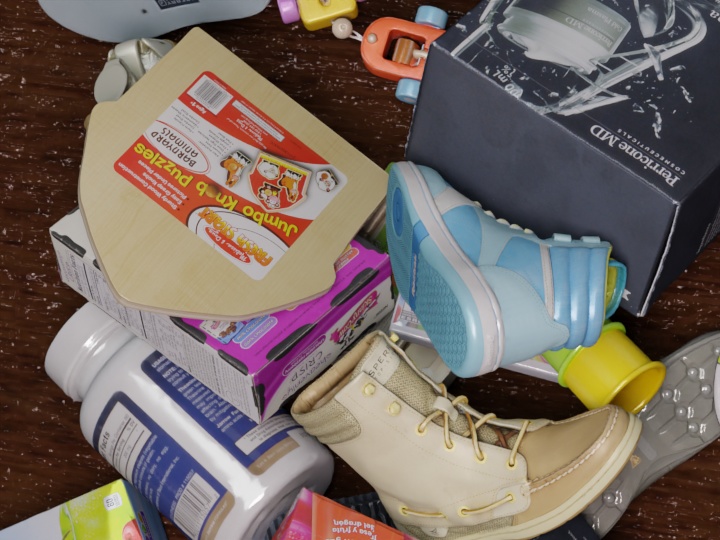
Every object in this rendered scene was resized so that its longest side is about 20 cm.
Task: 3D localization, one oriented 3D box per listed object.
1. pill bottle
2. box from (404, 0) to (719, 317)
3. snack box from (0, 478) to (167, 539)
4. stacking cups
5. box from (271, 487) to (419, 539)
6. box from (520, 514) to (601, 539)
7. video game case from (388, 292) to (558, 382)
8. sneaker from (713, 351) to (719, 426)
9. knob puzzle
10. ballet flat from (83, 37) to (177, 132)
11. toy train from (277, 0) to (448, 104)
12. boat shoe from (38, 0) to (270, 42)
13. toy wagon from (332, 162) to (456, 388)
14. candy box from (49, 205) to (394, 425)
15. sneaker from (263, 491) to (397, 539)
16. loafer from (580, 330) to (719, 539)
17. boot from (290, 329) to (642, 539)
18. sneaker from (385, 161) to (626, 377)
[{"bbox_3d":[-0.123,0.106,1.683,0.200,0.111,0.111,41,90,19],"label":"pill bottle"},{"bbox_3d":[0.170,-0.109,1.606,0.200,0.124,0.197,34,54,18],"label":"box"},{"bbox_3d":[-0.219,0.262,1.695,0.200,0.068,0.169,-25,73,10],"label":"snack box"},{"bbox_3d":[0.113,0.020,1.604,0.061,0.061,0.200,-45,63,1],"label":"stacking cups"},{"bbox_3d":[-0.038,0.242,1.566,0.095,0.200,0.100,24,51,-4],"label":"box"},{"bbox_3d":[0.110,0.266,1.507,0.107,0.200,0.149,-33,100,29],"label":"box"},{"bbox_3d":[0.113,-0.030,1.668,0.143,0.018,0.200,15,72,3],"label":"video game case"},{"bbox_3d":[0.292,0.121,1.578,0.074,0.081,0.200,-9,77,-28],"label":"sneaker"},{"bbox_3d":[-0.101,-0.043,1.605,0.219,0.030,0.220,8,61,-14],"label":"knob puzzle"},{"bbox_3d":[-0.155,-0.131,1.708,0.069,0.200,0.063,-20,115,13],"label":"ballet flat"},{"bbox_3d":[0.022,-0.219,1.754,0.150,0.056,0.200,10,79,8],"label":"toy train"},{"bbox_3d":[-0.140,-0.227,1.793,0.200,0.071,0.091,-2,48,27],"label":"boat shoe"},{"bbox_3d":[0.000,0.000,1.714,0.200,0.040,0.155,35,88,20],"label":"toy wagon"},{"bbox_3d":[-0.095,-0.001,1.652,0.200,0.061,0.136,35,60,28],"label":"candy box"},{"bbox_3d":[0.028,0.188,1.659,0.200,0.078,0.066,-8,62,-6],"label":"sneaker"},{"bbox_3d":[0.183,0.112,1.625,0.200,0.070,0.070,-39,101,-14],"label":"loafer"},{"bbox_3d":[0.065,0.098,1.533,0.200,0.073,0.155,-29,109,41],"label":"boot"},{"bbox_3d":[0.095,-0.007,1.554,0.130,0.080,0.200,-7,39,-15],"label":"sneaker"}]
